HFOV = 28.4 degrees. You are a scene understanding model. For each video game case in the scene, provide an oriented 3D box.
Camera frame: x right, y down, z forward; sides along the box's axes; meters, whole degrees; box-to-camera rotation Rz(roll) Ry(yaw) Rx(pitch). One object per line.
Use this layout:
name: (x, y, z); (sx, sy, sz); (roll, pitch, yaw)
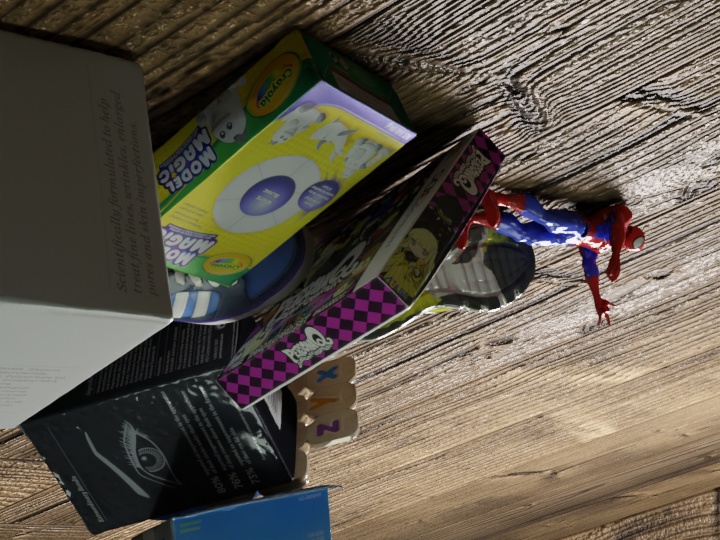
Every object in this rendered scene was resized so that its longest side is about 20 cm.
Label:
video game case: (0.000, 0.000, 1.023); (0.200, 0.036, 0.182); (-33, -165, 45)

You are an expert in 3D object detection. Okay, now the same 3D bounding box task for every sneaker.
sneaker: (0.052, 0.003, 1.200); (0.198, 0.075, 0.084); (-13, -171, -20)
sneaker: (-0.143, -0.010, 1.006); (0.198, 0.081, 0.146); (-11, 165, 12)

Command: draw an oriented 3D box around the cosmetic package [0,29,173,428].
cosmetic package: (-0.233, -0.018, 0.811); (0.164, 0.166, 0.199); (8, 153, -41)

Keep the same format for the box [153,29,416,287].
box: (-0.074, -0.058, 0.904); (0.199, 0.049, 0.117); (-36, 152, 22)

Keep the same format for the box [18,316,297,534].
box: (-0.170, 0.122, 1.226); (0.198, 0.105, 0.149); (-15, 126, 10)

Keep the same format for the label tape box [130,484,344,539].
label tape box: (-0.106, 0.237, 1.235); (0.142, 0.067, 0.200); (-8, 169, -24)

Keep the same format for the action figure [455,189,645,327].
action figure: (0.172, -0.010, 1.175); (0.199, 0.100, 0.065); (1, 157, -38)

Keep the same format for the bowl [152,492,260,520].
bowl: (-0.156, 0.170, 1.378); (0.198, 0.040, 0.201); (-9, -157, 4)

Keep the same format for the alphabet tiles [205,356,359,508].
alphabet tiles: (-0.094, 0.141, 1.315); (0.194, 0.201, 0.015); (-15, 122, 7)
